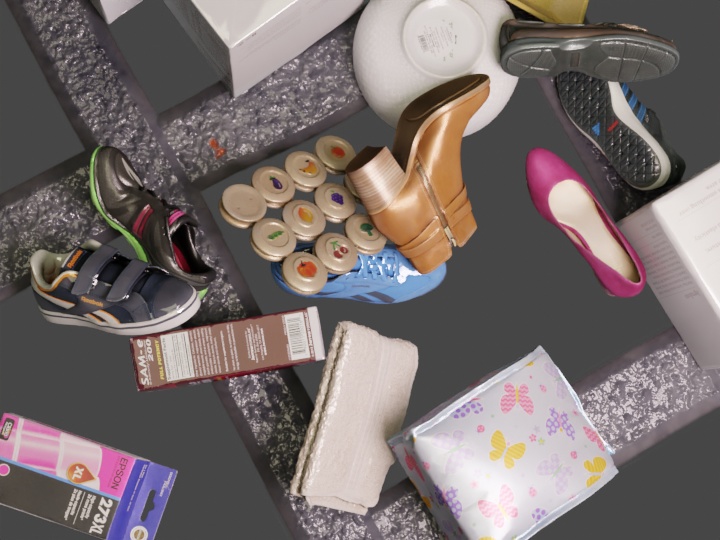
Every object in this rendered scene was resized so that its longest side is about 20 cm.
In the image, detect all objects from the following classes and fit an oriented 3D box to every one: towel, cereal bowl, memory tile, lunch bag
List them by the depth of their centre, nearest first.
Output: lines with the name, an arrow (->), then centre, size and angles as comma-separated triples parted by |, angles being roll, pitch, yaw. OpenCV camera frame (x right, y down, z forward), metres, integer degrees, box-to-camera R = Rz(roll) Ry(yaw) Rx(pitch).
towel -> -0.004, 0.162, 1.389 | 0.034, 0.132, 0.200 | 10, 82, 39
lunch bag -> 0.160, 0.199, 1.390 | 0.200, 0.127, 0.170 | -32, 86, -16
memory tile -> -0.044, -0.066, 1.402 | 0.153, 0.017, 0.200 | 47, 51, 12
cereal bowl -> 0.091, -0.253, 1.458 | 0.200, 0.083, 0.200 | 1, 84, -5

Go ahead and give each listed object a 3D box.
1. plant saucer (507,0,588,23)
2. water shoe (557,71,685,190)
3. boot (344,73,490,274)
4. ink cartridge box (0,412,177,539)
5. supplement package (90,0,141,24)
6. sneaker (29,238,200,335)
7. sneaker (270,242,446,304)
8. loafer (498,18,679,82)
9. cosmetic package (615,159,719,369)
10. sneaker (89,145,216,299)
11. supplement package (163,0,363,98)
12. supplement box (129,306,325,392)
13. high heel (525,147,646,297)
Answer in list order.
plant saucer -> 0.188, -0.392, 1.465 | 0.200, 0.048, 0.200 | 21, 81, -34
water shoe -> 0.297, -0.173, 1.479 | 0.071, 0.079, 0.200 | -42, 65, 35
boot -> 0.092, -0.107, 1.406 | 0.200, 0.074, 0.155 | -40, 115, -8
ink cartridge box -> -0.310, 0.231, 1.401 | 0.200, 0.037, 0.095 | 20, 83, -4
supplement package -> -0.236, -0.390, 1.412 | 0.200, 0.156, 0.111 | -37, 88, -8
sneaker -> -0.268, 0.017, 1.360 | 0.200, 0.078, 0.079 | 1, 127, 24
sneaker -> 0.000, 0.000, 1.427 | 0.200, 0.078, 0.066 | 1, 82, -6
loafer -> 0.252, -0.253, 1.420 | 0.200, 0.072, 0.063 | 0, 58, -6
cosmetic package -> 0.415, -0.018, 1.414 | 0.167, 0.166, 0.200 | -30, 86, -6
sneaker -> -0.223, -0.056, 1.407 | 0.084, 0.077, 0.200 | -30, 97, 29
supplement package -> -0.106, -0.320, 1.392 | 0.191, 0.200, 0.147 | -37, 87, -8
supplement box -> -0.142, 0.087, 1.391 | 0.200, 0.109, 0.061 | -9, 85, -4
high heel -> 0.252, -0.057, 1.441 | 0.067, 0.096, 0.200 | -26, 86, -6
